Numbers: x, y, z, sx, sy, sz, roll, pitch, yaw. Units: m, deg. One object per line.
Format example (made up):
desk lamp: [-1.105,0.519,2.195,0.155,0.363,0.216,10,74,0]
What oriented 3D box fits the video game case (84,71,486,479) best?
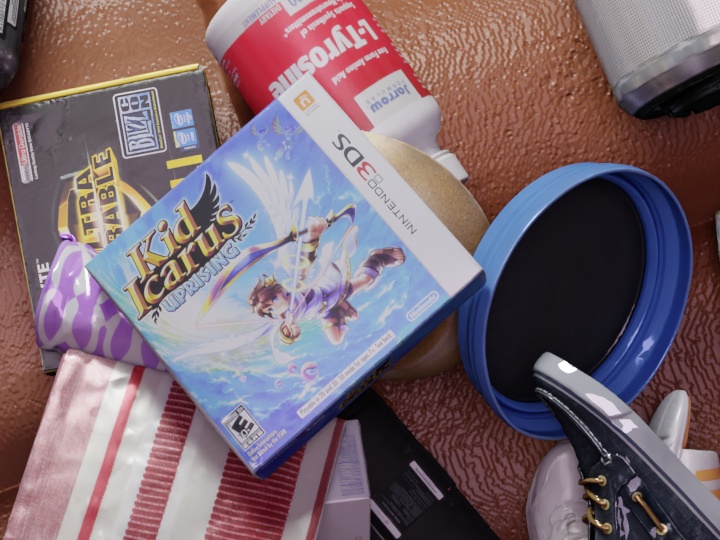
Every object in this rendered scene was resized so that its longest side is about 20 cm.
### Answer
video game case: [-0.049,0.002,1.196,0.200,0.045,0.182,-41,76,-3]

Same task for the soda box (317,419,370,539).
soda box: [-0.094,0.157,1.243,0.198,0.068,0.064,-6,55,-4]

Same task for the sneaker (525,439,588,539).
sneaker: [0.161,0.220,1.285,0.077,0.099,0.202,-3,84,-1]

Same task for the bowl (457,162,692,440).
bowl: [0.150,0.019,1.278,0.199,0.039,0.203,-17,119,-32]

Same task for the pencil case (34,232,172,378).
pencil case: [-0.126,0.039,1.264,0.198,0.084,0.086,16,76,0]

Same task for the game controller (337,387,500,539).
game controller: [0.021,0.176,1.319,0.104,0.042,0.200,-38,85,-28]

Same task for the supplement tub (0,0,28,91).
supplement tub: [-0.298,-0.208,1.307,0.121,0.123,0.202,6,76,0]

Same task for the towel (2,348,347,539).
towel: [-0.121,0.139,1.198,0.198,0.023,0.145,14,63,3]

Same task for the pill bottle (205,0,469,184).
pill bottle: [-0.014,-0.122,1.315,0.112,0.112,0.201,-36,85,-4]

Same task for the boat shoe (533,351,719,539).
boat shoe: [0.172,0.151,1.228,0.200,0.071,0.091,44,85,1]

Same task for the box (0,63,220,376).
box: [-0.172,-0.037,1.338,0.158,0.049,0.202,-11,84,-3]

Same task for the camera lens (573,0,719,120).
camera lens: [0.228,-0.220,1.302,0.159,0.160,0.202,-22,84,-3]

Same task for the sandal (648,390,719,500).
sandal: [0.229,0.191,1.304,0.059,0.079,0.209,7,89,-3]

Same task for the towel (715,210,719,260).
towel: [0.368,0.029,1.335,0.198,0.048,0.173,-7,81,-1]

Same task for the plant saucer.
plant saucer: [0.000,0.000,1.278,0.198,0.035,0.202,11,123,18]
